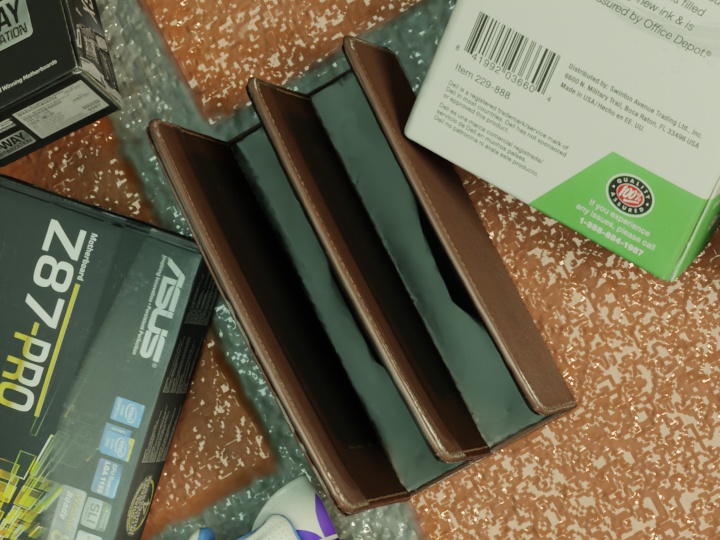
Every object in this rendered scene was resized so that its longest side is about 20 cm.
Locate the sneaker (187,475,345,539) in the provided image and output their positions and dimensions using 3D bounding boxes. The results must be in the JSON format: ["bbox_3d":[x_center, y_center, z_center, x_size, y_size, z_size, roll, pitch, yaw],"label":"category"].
[{"bbox_3d":[0.001,0.169,1.082,0.199,0.081,0.147,-8,91,21],"label":"sneaker"}]

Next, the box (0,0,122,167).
[{"bbox_3d":[-0.228,-0.112,1.145,0.199,0.050,0.158,-24,62,14],"label":"box"}]

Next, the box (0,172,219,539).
[{"bbox_3d":[-0.171,0.060,1.150,0.160,0.049,0.201,19,92,14],"label":"box"}]

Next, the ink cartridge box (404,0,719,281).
[{"bbox_3d":[0.128,-0.121,1.021,0.146,0.084,0.201,31,117,14],"label":"ink cartridge box"}]

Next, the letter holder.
[{"bbox_3d":[0.000,0.000,1.055,0.100,0.142,0.201,-29,81,13],"label":"letter holder"}]
